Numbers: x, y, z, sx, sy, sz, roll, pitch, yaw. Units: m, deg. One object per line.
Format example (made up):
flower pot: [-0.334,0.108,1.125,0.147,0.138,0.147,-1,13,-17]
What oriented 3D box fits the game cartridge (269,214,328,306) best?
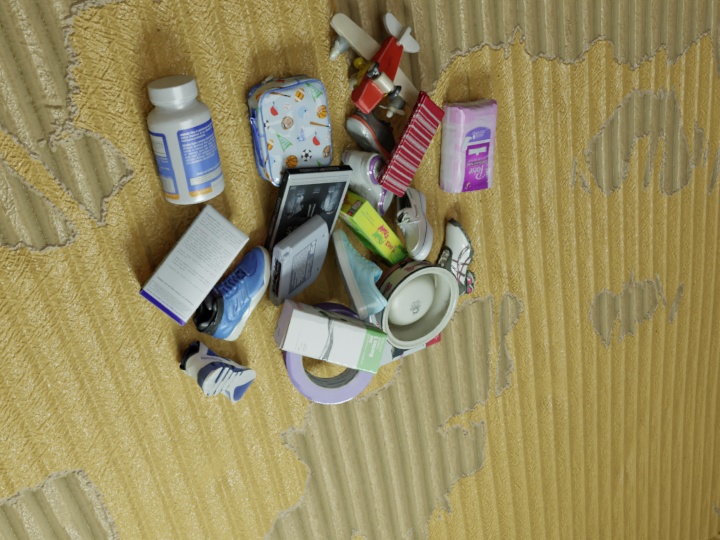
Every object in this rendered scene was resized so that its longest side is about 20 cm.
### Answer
game cartridge: [-0.121,-0.021,1.584,0.132,0.041,0.201,-35,158,-28]

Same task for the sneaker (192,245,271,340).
sneaker: [-0.256,0.038,1.552,0.110,0.076,0.202,18,105,-48]

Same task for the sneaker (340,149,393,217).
sneaker: [0.013,-0.185,1.661,0.076,0.098,0.201,-60,154,-24]

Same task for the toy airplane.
toy airplane: [0.031,-0.398,1.554,0.197,0.140,0.204,-12,82,-45]

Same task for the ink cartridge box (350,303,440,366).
ink cartridge box: [0.083,0.118,1.824,0.197,0.082,0.149,-19,119,-28]

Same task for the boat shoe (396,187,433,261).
boat shoe: [0.104,-0.103,1.697,0.066,0.202,0.074,27,125,-25]

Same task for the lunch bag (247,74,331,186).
lunch bag: [-0.137,-0.270,1.512,0.158,0.075,0.204,-21,121,-24]

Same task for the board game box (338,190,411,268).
board game box: [0.025,-0.082,1.686,0.048,0.101,0.200,-48,129,-7]

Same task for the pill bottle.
pill bottle: [-0.307,-0.228,1.383,0.111,0.112,0.204,-21,120,-26]

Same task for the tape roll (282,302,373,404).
tape roll: [-0.066,0.175,1.693,0.195,0.085,0.205,-2,97,-12]

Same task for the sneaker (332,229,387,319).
sneaker: [0.000,0.000,1.644,0.080,0.203,0.074,-18,162,-8]

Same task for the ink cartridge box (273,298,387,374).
ink cartridge box: [-0.063,0.128,1.569,0.196,0.146,0.086,17,92,-14]

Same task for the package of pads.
package of pads: [0.239,-0.278,1.773,0.118,0.075,0.204,-12,116,-28]

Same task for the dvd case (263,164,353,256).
dvd case: [-0.106,-0.118,1.579,0.148,0.025,0.202,-10,135,-34]

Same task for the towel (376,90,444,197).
towel: [0.103,-0.252,1.606,0.203,0.022,0.144,-63,159,6]

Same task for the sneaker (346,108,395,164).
sneaker: [0.051,-0.264,1.649,0.082,0.076,0.201,-52,132,-16]

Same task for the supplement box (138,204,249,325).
supplement box: [-0.305,-0.013,1.463,0.103,0.101,0.201,37,86,-13]

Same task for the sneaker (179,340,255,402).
sneaker: [-0.293,0.194,1.594,0.081,0.114,0.199,-53,158,-2]

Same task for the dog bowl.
dog bowl: [0.111,0.063,1.705,0.197,0.074,0.203,-18,127,-25]

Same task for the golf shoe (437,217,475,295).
golf shoe: [0.218,-0.022,1.868,0.087,0.077,0.203,-21,120,-18]
